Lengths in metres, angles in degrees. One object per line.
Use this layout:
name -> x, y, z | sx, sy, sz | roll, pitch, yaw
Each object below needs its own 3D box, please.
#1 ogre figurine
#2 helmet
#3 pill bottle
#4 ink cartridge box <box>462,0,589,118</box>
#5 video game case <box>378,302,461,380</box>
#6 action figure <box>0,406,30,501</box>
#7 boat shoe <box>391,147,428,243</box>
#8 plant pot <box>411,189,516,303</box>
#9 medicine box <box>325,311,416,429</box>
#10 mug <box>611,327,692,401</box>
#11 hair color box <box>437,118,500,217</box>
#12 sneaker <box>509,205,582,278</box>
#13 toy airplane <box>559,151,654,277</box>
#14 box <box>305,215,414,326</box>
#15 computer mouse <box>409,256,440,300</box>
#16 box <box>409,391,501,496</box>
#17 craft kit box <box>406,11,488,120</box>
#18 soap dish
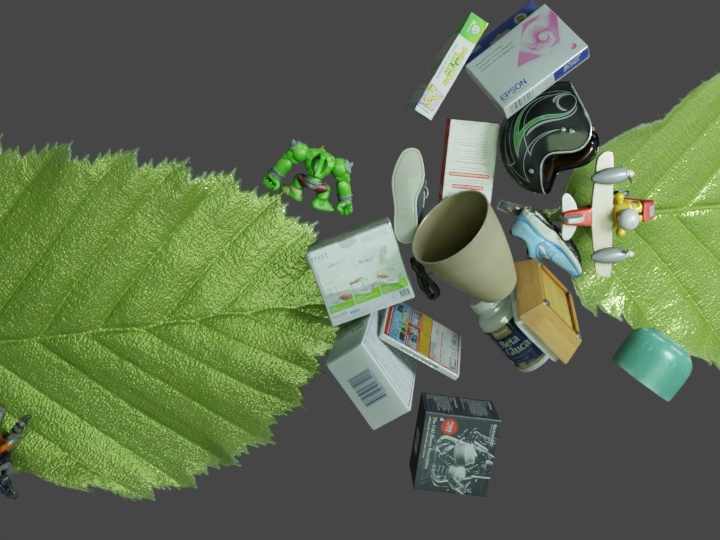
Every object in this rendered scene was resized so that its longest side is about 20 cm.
ogre figurine -> -0.096, -0.200, 1.343 | 0.197, 0.098, 0.122 | 27, 115, 5
helmet -> 0.375, -0.265, 1.280 | 0.188, 0.200, 0.202 | -27, 104, 24
pill bottle -> 0.337, 0.122, 1.418 | 0.111, 0.111, 0.200 | -42, 101, 10
ink cartridge box -> 0.313, -0.432, 1.249 | 0.195, 0.043, 0.202 | -36, 61, 8
video game case -> 0.137, 0.148, 1.410 | 0.197, 0.144, 0.018 | 30, 124, -8
action figure -> -0.847, 0.451, 1.505 | 0.198, 0.104, 0.196 | 32, 109, 18
boat shoe -> 0.110, -0.161, 1.368 | 0.073, 0.062, 0.205 | -1, 96, 16
plant pot -> 0.236, -0.027, 1.308 | 0.187, 0.188, 0.200 | -40, 120, 9
medicine box -> 0.030, 0.207, 1.386 | 0.102, 0.201, 0.184 | -31, 103, 18
mug -> 0.668, 0.202, 1.433 | 0.151, 0.185, 0.115 | 37, 100, 16
hair color box -> 0.231, -0.219, 1.356 | 0.108, 0.064, 0.205 | 5, 103, -1
sneaker -> 0.414, -0.053, 1.406 | 0.199, 0.079, 0.090 | 42, 120, -7
toy airplane -> 0.519, -0.116, 1.322 | 0.199, 0.141, 0.200 | 39, 90, -21
box -> 0.000, 0.000, 1.393 | 0.196, 0.097, 0.180 | -20, 103, 5
computer mouse -> 0.218, -0.012, 1.418 | 0.196, 0.044, 0.112 | -22, 102, 5
box -> 0.221, 0.412, 1.495 | 0.178, 0.104, 0.205 | 6, 105, -3
craft kit box -> 0.164, -0.396, 1.240 | 0.048, 0.200, 0.200 | 27, 104, -7
soap dish -> 0.397, 0.079, 1.352 | 0.157, 0.201, 0.081 | 42, 121, -18
